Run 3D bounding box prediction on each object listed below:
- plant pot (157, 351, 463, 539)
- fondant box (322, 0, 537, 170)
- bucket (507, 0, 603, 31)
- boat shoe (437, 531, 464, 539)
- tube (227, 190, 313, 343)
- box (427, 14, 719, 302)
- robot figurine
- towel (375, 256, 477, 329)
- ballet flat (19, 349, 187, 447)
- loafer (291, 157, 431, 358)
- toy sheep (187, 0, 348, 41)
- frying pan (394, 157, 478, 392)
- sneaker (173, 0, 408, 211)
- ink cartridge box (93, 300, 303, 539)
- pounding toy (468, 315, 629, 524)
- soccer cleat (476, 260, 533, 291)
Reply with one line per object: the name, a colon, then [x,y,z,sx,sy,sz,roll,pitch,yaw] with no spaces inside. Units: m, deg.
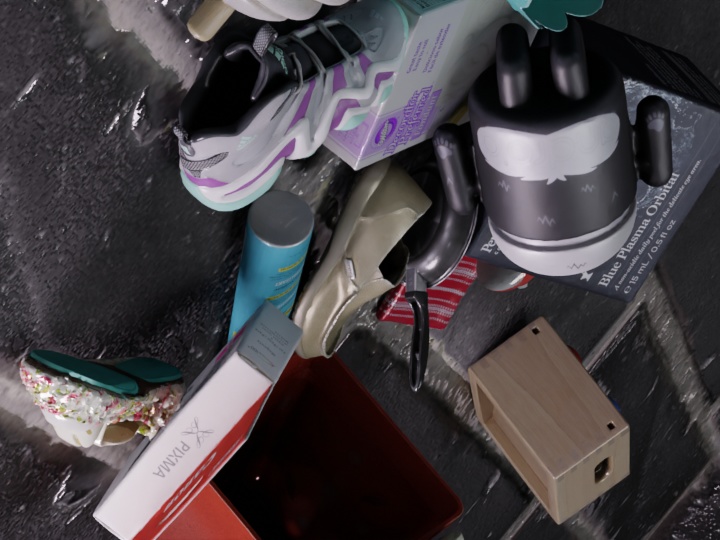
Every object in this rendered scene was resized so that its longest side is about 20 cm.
plant pot: [-0.070,0.217,1.855,0.199,0.200,0.177,-29,162,-44]
fondant box: [0.060,-0.171,1.643,0.199,0.058,0.145,-25,148,-47]
bucket: [0.130,-0.284,1.493,0.207,0.135,0.208,-42,156,-23]
boat shoe: [0.033,0.288,1.846,0.201,0.061,0.072,-40,173,39]
tube: [-0.074,0.012,1.700,0.077,0.050,0.201,-34,160,-25]
box: [0.184,-0.099,1.830,0.199,0.118,0.198,15,116,-35]
robot figurine: [0.148,-0.093,1.662,0.125,0.149,0.201,-39,133,-33]
towel: [0.100,-0.029,2.009,0.201,0.022,0.144,-55,158,10]
ballet flat: [-0.186,0.097,1.558,0.200,0.075,0.064,11,103,-65]
loafer: [0.000,0.000,1.765,0.076,0.068,0.201,-54,169,-55]
toy sheep: [-0.039,-0.215,1.283,0.200,0.138,0.138,-42,163,20]
frying pan: [0.043,-0.007,1.800,0.031,0.115,0.192,17,97,-33]
sneaker: [-0.046,-0.137,1.457,0.200,0.078,0.140,-46,159,-14]
ink cartridge box: [-0.134,0.135,1.635,0.200,0.043,0.174,-48,-174,26]
pounding toy: [0.215,0.150,2.348,0.142,0.185,0.200,-34,156,-8]
soccer cleat: [0.170,-0.068,1.971,0.200,0.068,0.085,-48,150,-14]
